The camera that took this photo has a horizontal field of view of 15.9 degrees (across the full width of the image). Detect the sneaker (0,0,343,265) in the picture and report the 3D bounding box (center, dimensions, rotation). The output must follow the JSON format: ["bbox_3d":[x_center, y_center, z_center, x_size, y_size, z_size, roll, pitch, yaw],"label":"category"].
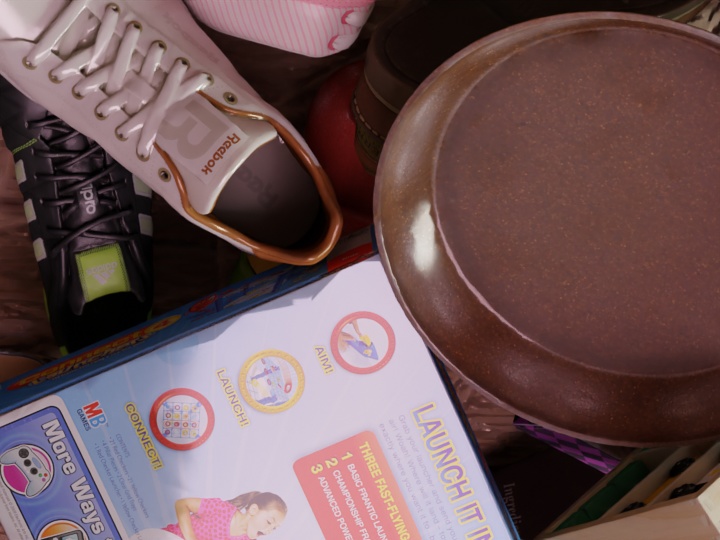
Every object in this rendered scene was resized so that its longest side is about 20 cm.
[{"bbox_3d":[-0.080,-0.074,1.035,0.200,0.085,0.073,38,88,-22],"label":"sneaker"}]

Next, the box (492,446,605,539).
[{"bbox_3d":[0.119,0.201,1.304,0.200,0.164,0.166,-26,132,18],"label":"box"}]

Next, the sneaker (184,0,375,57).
[{"bbox_3d":[0.012,-0.150,1.056,0.200,0.075,0.105,-11,127,2],"label":"sneaker"}]

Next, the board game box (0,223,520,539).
[{"bbox_3d":[-0.041,0.109,1.102,0.196,0.056,0.200,-23,103,4],"label":"board game box"}]

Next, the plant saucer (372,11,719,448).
[{"bbox_3d":[0.105,-0.020,1.015,0.200,0.035,0.201,9,126,12],"label":"plant saucer"}]

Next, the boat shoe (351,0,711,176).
[{"bbox_3d":[0.074,-0.100,1.099,0.200,0.072,0.068,-24,151,-30],"label":"boat shoe"}]

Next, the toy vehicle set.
[{"bbox_3d":[0.175,0.063,1.103,0.200,0.124,0.027,-37,96,-33],"label":"toy vehicle set"}]

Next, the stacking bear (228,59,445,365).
[{"bbox_3d":[0.000,0.000,1.159,0.114,0.121,0.200,24,116,20],"label":"stacking bear"}]

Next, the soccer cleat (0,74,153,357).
[{"bbox_3d":[-0.116,-0.033,1.110,0.067,0.081,0.200,-12,129,-8],"label":"soccer cleat"}]

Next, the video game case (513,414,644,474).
[{"bbox_3d":[0.174,0.025,1.206,0.200,0.036,0.182,29,72,-33],"label":"video game case"}]

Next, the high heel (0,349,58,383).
[{"bbox_3d":[-0.186,0.040,1.152,0.200,0.071,0.143,-5,137,-1],"label":"high heel"}]
